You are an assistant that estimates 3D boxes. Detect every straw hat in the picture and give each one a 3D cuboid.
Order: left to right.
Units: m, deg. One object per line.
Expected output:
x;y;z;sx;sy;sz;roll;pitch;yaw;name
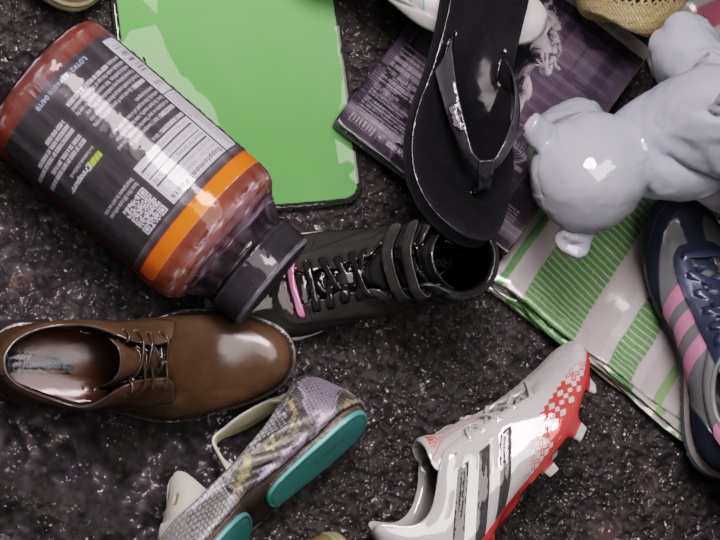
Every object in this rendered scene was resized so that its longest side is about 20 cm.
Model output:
0.189;-0.206;1.466;0.200;0.201;0.086;-2;110;-18;straw hat

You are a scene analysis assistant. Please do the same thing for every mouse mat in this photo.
-0.085;-0.137;1.438;0.160;0.008;0.201;-5;81;-19;mouse mat

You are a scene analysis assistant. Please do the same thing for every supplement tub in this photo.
-0.130;-0.056;1.345;0.200;0.107;0.107;41;71;2;supplement tub

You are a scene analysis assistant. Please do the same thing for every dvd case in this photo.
0.095;-0.130;1.479;0.148;0.016;0.200;37;70;-1;dvd case

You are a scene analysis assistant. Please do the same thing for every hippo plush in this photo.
0.194;-0.062;1.396;0.160;0.200;0.160;-26;106;3;hippo plush

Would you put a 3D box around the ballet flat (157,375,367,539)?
-0.083;0.141;1.368;0.072;0.072;0.200;47;71;-5;ballet flat

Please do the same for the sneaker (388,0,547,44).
0.040;-0.214;1.428;0.199;0.071;0.080;25;115;-7;sneaker

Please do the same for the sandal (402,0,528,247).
0.073;-0.116;1.374;0.076;0.043;0.201;10;78;-25;sandal

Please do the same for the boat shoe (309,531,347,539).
-0.043;0.264;1.349;0.063;0.073;0.202;11;85;-20;boat shoe

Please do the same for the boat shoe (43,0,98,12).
-0.157;-0.262;1.403;0.073;0.063;0.201;28;70;-9;boat shoe

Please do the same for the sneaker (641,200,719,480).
0.248;0.039;1.451;0.070;0.082;0.201;-12;84;-19;sneaker

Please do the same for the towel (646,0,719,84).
0.274;-0.174;1.547;0.146;0.030;0.201;-28;90;-21;towel

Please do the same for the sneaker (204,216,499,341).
0.000;0.000;1.393;0.199;0.099;0.071;-10;86;-18;sneaker

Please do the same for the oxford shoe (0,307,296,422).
-0.134;0.062;1.338;0.199;0.084;0.073;-4;90;-13;oxford shoe

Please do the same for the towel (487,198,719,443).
0.200;0.011;1.495;0.200;0.023;0.153;37;71;-8;towel

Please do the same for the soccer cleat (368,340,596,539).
0.083;0.119;1.416;0.085;0.069;0.200;38;76;-12;soccer cleat
